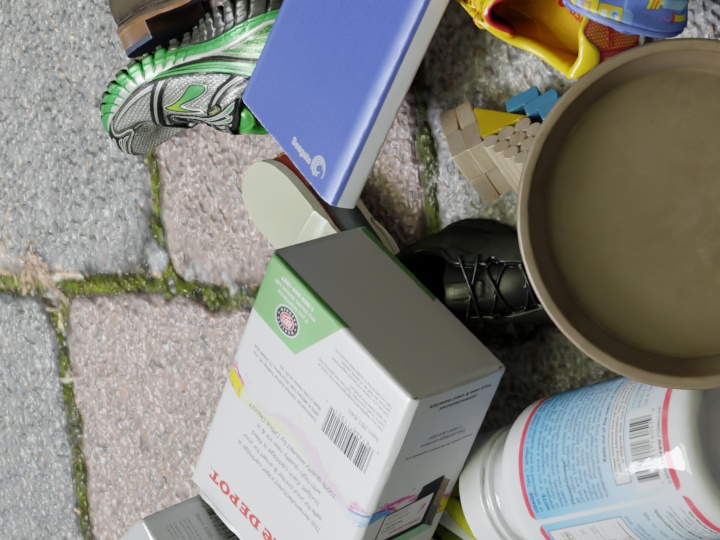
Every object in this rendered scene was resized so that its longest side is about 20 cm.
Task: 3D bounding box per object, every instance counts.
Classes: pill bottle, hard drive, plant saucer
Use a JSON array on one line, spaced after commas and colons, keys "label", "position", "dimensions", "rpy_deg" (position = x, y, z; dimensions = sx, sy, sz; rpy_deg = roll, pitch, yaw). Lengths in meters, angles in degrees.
[{"label": "pill bottle", "position": [0.158, 0.120, 1.602], "dimensions": [0.200, 0.109, 0.109], "rpy_deg": [-17, 90, 44]}, {"label": "hard drive", "position": [-0.003, -0.159, 1.653], "dimensions": [0.132, 0.025, 0.200], "rpy_deg": [51, 125, 44]}, {"label": "plant saucer", "position": [0.188, -0.032, 1.513], "dimensions": [0.199, 0.029, 0.201], "rpy_deg": [0, 91, 1]}]

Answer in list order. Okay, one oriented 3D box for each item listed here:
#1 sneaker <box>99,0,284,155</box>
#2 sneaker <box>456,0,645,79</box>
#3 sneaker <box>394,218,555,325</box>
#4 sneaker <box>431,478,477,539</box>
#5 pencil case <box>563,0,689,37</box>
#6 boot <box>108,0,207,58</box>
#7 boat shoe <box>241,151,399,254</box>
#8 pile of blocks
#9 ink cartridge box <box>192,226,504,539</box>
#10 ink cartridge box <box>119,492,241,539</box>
[{"label": "sneaker", "position": [-0.104, -0.121, 1.798], "dimensions": [0.200, 0.078, 0.085], "rpy_deg": [-28, 83, 43]}, {"label": "sneaker", "position": [0.085, -0.183, 1.608], "dimensions": [0.200, 0.077, 0.073], "rpy_deg": [34, 124, 33]}, {"label": "sneaker", "position": [0.101, 0.008, 1.637], "dimensions": [0.199, 0.091, 0.076], "rpy_deg": [-2, 98, 42]}, {"label": "sneaker", "position": [0.040, 0.160, 1.746], "dimensions": [0.200, 0.074, 0.085], "rpy_deg": [35, 124, 31]}, {"label": "pencil case", "position": [0.165, -0.235, 1.500], "dimensions": [0.086, 0.078, 0.201], "rpy_deg": [12, 105, 3]}, {"label": "boot", "position": [-0.118, -0.224, 1.785], "dimensions": [0.200, 0.075, 0.097], "rpy_deg": [-29, 85, 45]}, {"label": "boat shoe", "position": [0.000, 0.000, 1.746], "dimensions": [0.200, 0.062, 0.071], "rpy_deg": [52, 128, 19]}, {"label": "pile of blocks", "position": [0.136, -0.066, 1.615], "dimensions": [0.200, 0.082, 0.062], "rpy_deg": [20, 155, 47]}, {"label": "ink cartridge box", "position": [-0.011, 0.098, 1.658], "dimensions": [0.145, 0.084, 0.200], "rpy_deg": [45, 133, 29]}, {"label": "ink cartridge box", "position": [-0.056, 0.214, 1.765], "dimensions": [0.145, 0.200, 0.083], "rpy_deg": [57, 135, 15]}]
